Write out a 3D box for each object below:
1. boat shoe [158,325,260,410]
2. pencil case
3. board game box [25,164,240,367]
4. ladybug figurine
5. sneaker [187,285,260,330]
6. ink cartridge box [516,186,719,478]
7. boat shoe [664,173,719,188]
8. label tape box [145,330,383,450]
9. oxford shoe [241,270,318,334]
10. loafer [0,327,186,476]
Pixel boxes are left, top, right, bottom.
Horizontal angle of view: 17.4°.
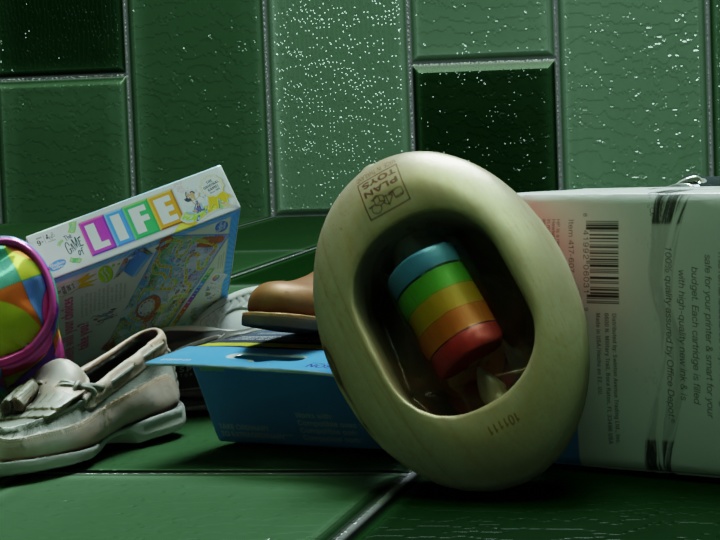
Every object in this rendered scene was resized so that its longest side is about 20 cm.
[{"bbox_3d":[-0.048,0.061,1.507,0.198,0.067,0.057,-7,21,-2],"label":"boat shoe"},{"bbox_3d":[-0.219,0.038,1.403,0.088,0.089,0.200,-3,-13,-9],"label":"pencil case"},{"bbox_3d":[-0.151,0.009,1.551,0.134,0.034,0.200,-22,-19,-15],"label":"board game box"},{"bbox_3d":[0.050,0.028,1.224,0.135,0.201,0.072,-28,-27,9],"label":"ladybug figurine"},{"bbox_3d":[-0.030,0.054,1.632,0.199,0.074,0.118,-22,-29,-6],"label":"sneaker"},{"bbox_3d":[0.180,0.030,1.232,0.199,0.147,0.084,2,5,39],"label":"ink cartridge box"},{"bbox_3d":[0.201,-0.027,1.393,0.075,0.061,0.199,-21,-10,34],"label":"boat shoe"},{"bbox_3d":[-0.008,0.068,1.361,0.142,0.067,0.200,1,8,33],"label":"label tape box"},{"bbox_3d":[0.000,0.000,1.370,0.071,0.072,0.199,3,10,37],"label":"oxford shoe"},{"bbox_3d":[-0.169,0.075,1.352,0.071,0.063,0.200,-1,5,27],"label":"loafer"}]
